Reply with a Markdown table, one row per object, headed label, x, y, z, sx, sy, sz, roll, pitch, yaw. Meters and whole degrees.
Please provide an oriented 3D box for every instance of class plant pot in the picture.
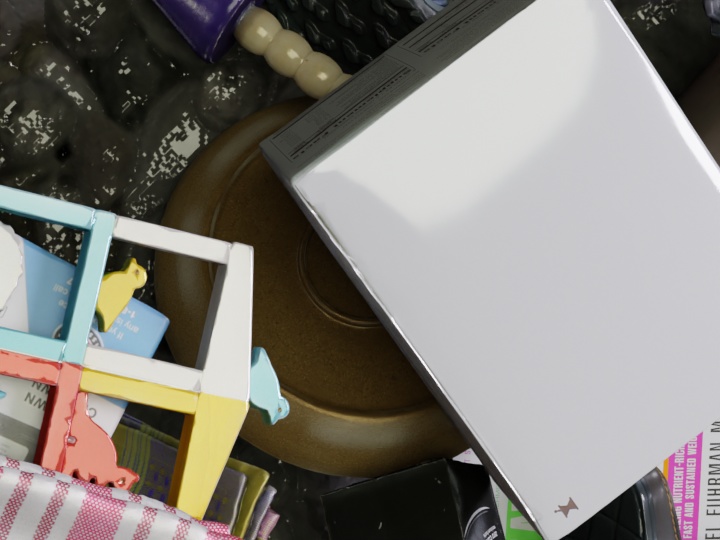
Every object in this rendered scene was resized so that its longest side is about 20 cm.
| label | x | y | z | sx | sy | sz | roll | pitch | yaw |
| --- | --- | --- | --- | --- | --- | --- | --- | --- | --- |
| plant pot | 0.000 | 0.000 | 1.098 | 0.198 | 0.028 | 0.202 | 4 | 68 | -10 |

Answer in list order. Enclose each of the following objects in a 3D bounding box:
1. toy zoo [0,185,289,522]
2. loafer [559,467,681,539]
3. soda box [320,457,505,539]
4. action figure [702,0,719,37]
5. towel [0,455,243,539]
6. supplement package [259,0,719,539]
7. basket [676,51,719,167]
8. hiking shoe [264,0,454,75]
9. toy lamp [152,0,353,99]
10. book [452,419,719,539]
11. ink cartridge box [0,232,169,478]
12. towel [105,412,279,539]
| label | x | y | z | sx | sy | sz | roll | pitch | yaw |
| --- | --- | --- | --- | --- | --- | --- | --- | --- | --- |
| toy zoo | -0.124 | 0.038 | 0.941 | 0.198 | 0.020 | 0.132 | 14 | 84 | -17 |
| loafer | 0.146 | 0.175 | 1.127 | 0.072 | 0.073 | 0.202 | -21 | 122 | -28 |
| soda box | 0.043 | 0.192 | 1.044 | 0.070 | 0.063 | 0.202 | -18 | 77 | 19 |
| action figure | 0.122 | -0.208 | 1.110 | 0.193 | 0.104 | 0.202 | -22 | 112 | -51 |
| towel | -0.160 | 0.147 | 0.913 | 0.199 | 0.030 | 0.147 | 18 | 96 | -17 |
| supplement package | 0.078 | -0.014 | 1.004 | 0.155 | 0.111 | 0.201 | -36 | 105 | -2 |
| basket | 0.224 | -0.066 | 1.143 | 0.200 | 0.180 | 0.136 | -44 | 100 | -3 |
| hiking shoe | 0.038 | -0.124 | 1.135 | 0.199 | 0.075 | 0.087 | 30 | 35 | 1 |
| toy lamp | -0.015 | -0.091 | 1.087 | 0.199 | 0.058 | 0.058 | 37 | 78 | 2 |
| book | 0.132 | 0.106 | 1.163 | 0.198 | 0.048 | 0.135 | 1 | 93 | -18 |
| ink cartridge box | -0.203 | 0.078 | 1.003 | 0.146 | 0.146 | 0.201 | 28 | 81 | -14 |
| towel | -0.125 | 0.163 | 1.034 | 0.023 | 0.143 | 0.201 | 33 | 82 | -47 |
